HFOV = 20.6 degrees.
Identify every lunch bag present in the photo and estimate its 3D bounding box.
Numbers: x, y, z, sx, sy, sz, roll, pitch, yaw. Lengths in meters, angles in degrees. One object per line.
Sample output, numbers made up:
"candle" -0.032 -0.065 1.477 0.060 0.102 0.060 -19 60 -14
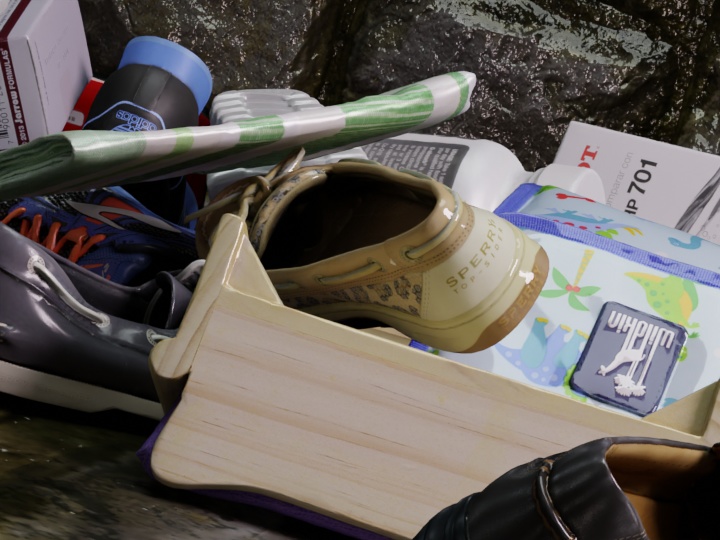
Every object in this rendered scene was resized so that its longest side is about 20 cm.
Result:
"lunch bag" 0.112 0.051 0.828 0.169 0.128 0.200 19 23 14

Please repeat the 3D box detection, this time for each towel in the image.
"towel" -0.066 -0.057 0.859 0.199 0.024 0.152 -10 1 -33

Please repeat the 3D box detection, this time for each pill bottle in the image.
"pill bottle" 0.028 -0.018 1.092 0.199 0.117 0.116 7 2 22

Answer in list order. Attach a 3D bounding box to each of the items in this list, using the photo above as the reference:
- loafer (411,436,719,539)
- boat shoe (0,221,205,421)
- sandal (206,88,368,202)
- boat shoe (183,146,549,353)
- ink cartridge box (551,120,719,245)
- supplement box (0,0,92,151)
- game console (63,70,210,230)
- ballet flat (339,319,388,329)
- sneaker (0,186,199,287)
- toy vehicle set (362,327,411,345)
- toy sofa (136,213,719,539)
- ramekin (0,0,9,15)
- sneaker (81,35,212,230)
"loafer" 0.108 0.084 0.571 0.199 0.072 0.073 3 53 -44
"boat shoe" -0.070 0.027 0.771 0.199 0.063 0.073 14 3 -35
"sandal" -0.037 -0.045 1.009 0.082 0.050 0.203 -2 23 -4
"boat shoe" -0.009 -0.018 0.792 0.199 0.074 0.063 7 -31 50
"ink cartridge box" 0.190 0.015 1.126 0.199 0.147 0.086 17 -14 28
"supplement box" -0.240 -0.091 0.961 0.199 0.061 0.109 -6 24 6
"game console" -0.181 -0.069 1.180 0.199 0.173 0.119 16 32 2
"ballet flat" 0.000 0.000 0.958 0.066 0.057 0.200 -4 -2 -23
"sneaker" -0.115 -0.002 0.899 0.199 0.076 0.078 15 8 5
"toy vehicle set" 0.084 0.069 1.004 0.199 0.027 0.124 16 5 -3
"toy sofa" 0.026 0.064 0.689 0.199 0.098 0.083 17 -19 7
"ramekin" -0.239 -0.159 0.860 0.199 0.106 0.200 3 13 -1
"sneaker" -0.123 -0.034 1.020 0.070 0.078 0.200 21 -33 3
